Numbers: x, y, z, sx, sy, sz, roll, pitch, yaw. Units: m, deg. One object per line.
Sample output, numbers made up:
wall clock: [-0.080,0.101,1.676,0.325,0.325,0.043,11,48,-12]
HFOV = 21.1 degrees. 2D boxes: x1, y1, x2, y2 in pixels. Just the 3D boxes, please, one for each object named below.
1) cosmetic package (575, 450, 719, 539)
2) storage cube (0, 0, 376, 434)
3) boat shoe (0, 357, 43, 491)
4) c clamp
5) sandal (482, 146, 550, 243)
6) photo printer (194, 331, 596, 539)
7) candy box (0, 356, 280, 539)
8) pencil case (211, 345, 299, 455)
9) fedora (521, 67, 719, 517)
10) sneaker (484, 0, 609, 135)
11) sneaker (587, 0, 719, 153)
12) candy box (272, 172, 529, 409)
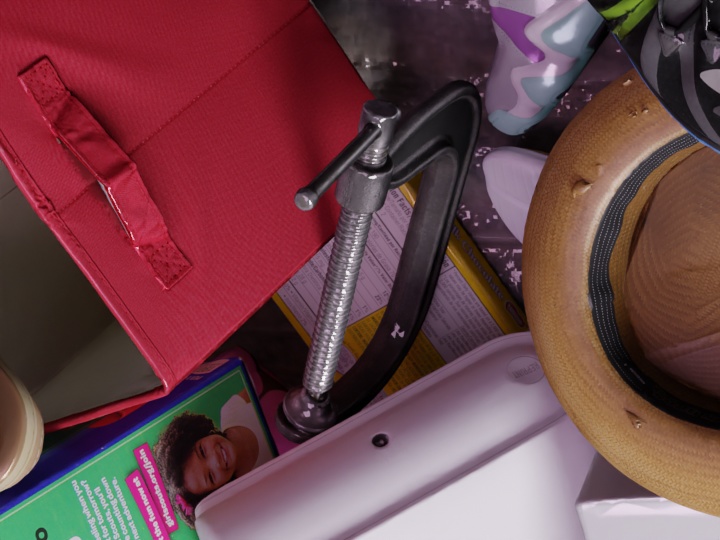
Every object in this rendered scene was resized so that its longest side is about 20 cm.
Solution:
cosmetic package: [0.209,0.137,0.852,0.165,0.168,0.201,-6,116,23]
storage cube: [-0.120,-0.052,0.848,0.199,0.180,0.171,-18,111,51]
boat shoe: [-0.199,0.049,0.824,0.199,0.064,0.072,18,83,36]
c clamp: [0.000,0.000,0.830,0.027,0.171,0.201,26,133,17]
sandal: [0.155,-0.022,0.851,0.206,0.059,0.079,17,151,22]
photo printer: [0.033,0.124,0.877,0.069,0.199,0.167,49,158,39]
candy box: [-0.159,0.119,0.873,0.168,0.200,0.077,-12,106,45]
pencil case: [-0.028,0.133,0.995,0.200,0.091,0.094,43,89,-2]
fedora: [0.164,0.000,0.755,0.199,0.082,0.202,3,96,29]
sneaker: [0.058,-0.167,0.807,0.139,0.078,0.201,27,114,8]
sneaker: [0.108,-0.110,0.690,0.071,0.083,0.200,-44,69,9]
candy box: [0.036,0.042,0.954,0.102,0.026,0.200,-29,104,28]
